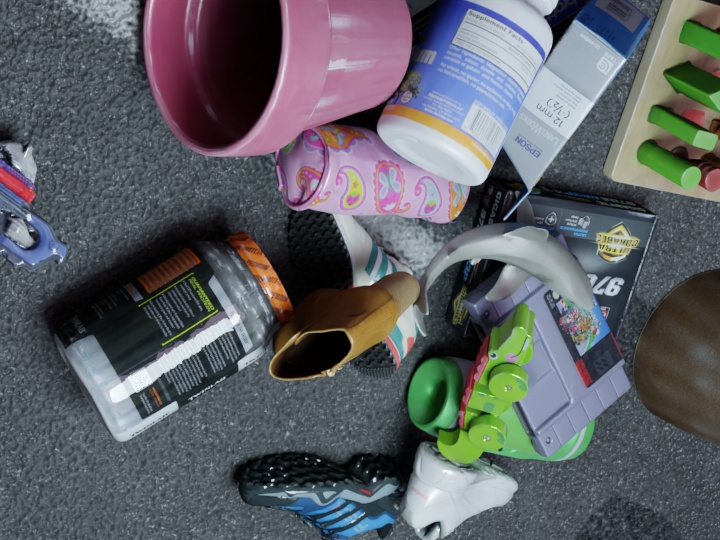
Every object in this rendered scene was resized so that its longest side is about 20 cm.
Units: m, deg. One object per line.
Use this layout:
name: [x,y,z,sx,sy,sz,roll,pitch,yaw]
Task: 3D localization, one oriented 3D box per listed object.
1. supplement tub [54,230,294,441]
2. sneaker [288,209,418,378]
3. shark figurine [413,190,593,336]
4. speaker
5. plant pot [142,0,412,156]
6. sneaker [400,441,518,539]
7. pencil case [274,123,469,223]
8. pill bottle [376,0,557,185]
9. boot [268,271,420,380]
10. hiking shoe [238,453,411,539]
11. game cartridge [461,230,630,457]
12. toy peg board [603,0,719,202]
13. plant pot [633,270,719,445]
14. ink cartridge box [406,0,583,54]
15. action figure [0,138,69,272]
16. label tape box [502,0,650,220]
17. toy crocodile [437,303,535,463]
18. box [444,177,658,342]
supplement tub: [-0.168,0.055,1.608,0.199,0.122,0.123,-31,123,-12]
sneaker: [0.000,0.000,1.719,0.093,0.070,0.201,-45,116,-47]
shark figurine: [0.134,-0.017,1.677,0.212,0.089,0.130,-7,82,-28]
speaker: [0.148,0.146,1.845,0.198,0.088,0.089,15,105,-33]
plant pot: [-0.061,-0.202,1.520,0.178,0.199,0.202,-7,116,-43]
sneaker: [0.093,0.234,1.839,0.100,0.078,0.199,-59,149,8]
pencil case: [0.013,-0.089,1.646,0.199,0.087,0.088,4,111,-43]
pill bottle: [0.104,-0.189,1.584,0.112,0.112,0.201,33,79,-35]
boot: [-0.046,0.066,1.627,0.144,0.200,0.071,-34,94,-49]
hiking shoe: [-0.036,0.239,1.793,0.198,0.074,0.088,5,109,-30]
game cartridge: [0.193,0.074,1.788,0.129,0.038,0.201,-35,117,-15]
toy peg board: [0.383,-0.161,1.825,0.197,0.098,0.202,9,108,-31]
plant pot: [0.429,0.125,1.918,0.185,0.200,0.189,-12,118,-24]
ink cartridge box: [0.110,-0.243,1.670,0.199,0.044,0.095,-34,124,-13]
action figure: [-0.357,-0.046,1.499,0.200,0.105,0.194,45,80,-10]
label tape box: [0.185,-0.161,1.678,0.066,0.143,0.201,37,119,1]
toy crocodile: [0.125,0.111,1.704,0.061,0.068,0.201,16,135,-1]
box: [0.198,-0.003,1.827,0.198,0.046,0.160,8,107,-31]
